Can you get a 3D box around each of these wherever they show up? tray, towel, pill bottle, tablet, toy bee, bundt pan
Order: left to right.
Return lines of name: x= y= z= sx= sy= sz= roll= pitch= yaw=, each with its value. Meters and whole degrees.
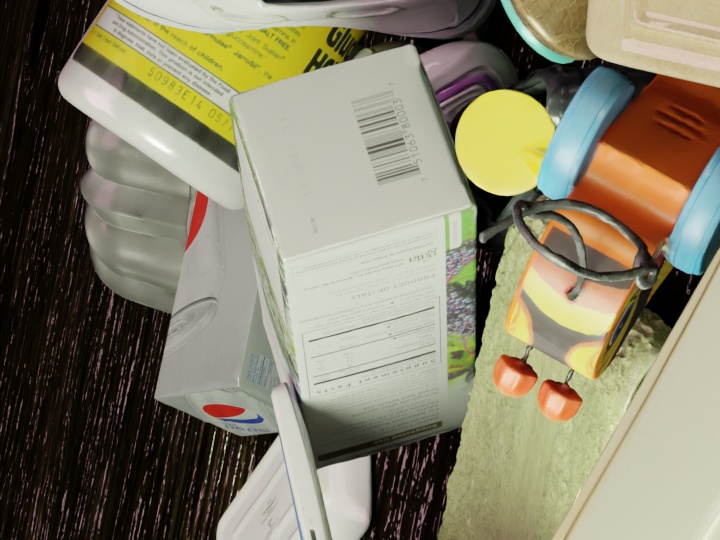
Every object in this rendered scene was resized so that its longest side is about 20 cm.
bundt pan: x=-0.101 y=-0.071 z=1.447 sx=0.202 sy=0.075 sz=0.203 roll=9 pitch=-90 yaw=-82
pill bottle: x=-0.048 y=-0.139 z=1.266 sx=0.201 sy=0.112 sz=0.112 roll=-56 pitch=20 yaw=1
tray: x=-0.039 y=0.127 z=1.361 sx=0.200 sy=0.022 sz=0.108 roll=124 pitch=150 yaw=-50
tablet: x=-0.011 y=0.156 z=1.128 sx=0.201 sy=0.014 sz=0.131 roll=81 pitch=176 yaw=-49
towel: x=0.074 y=0.086 z=0.992 sx=0.149 sy=0.036 sz=0.201 roll=-121 pitch=36 yaw=-57
toy bee: x=0.077 y=-0.012 z=0.877 sx=0.131 sy=0.199 sz=0.109 roll=43 pitch=129 yaw=29

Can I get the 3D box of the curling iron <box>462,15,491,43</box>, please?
curling iron: x=0.055 y=-0.197 z=1.251 sx=0.050 sy=0.025 sz=0.201 roll=140 pitch=137 yaw=-67

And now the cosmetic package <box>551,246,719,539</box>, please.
cosmetic package: x=0.138 y=0.049 z=0.743 sx=0.073 sy=0.103 sz=0.201 roll=-101 pitch=29 yaw=-48

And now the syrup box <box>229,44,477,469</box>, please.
syrup box: x=0.000 y=0.000 z=1.088 sx=0.200 sy=0.081 sz=0.079 roll=83 pitch=169 yaw=-62

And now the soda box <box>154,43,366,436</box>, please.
soda box: x=-0.043 y=-0.021 z=1.329 sx=0.068 sy=0.063 sz=0.201 roll=-10 pitch=63 yaw=46

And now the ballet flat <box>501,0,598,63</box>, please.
ballet flat: x=0.082 y=-0.159 z=0.927 sx=0.072 sy=0.068 sz=0.201 roll=-35 pitch=32 yaw=30

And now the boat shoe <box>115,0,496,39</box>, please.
boat shoe: x=-0.038 y=-0.144 z=1.162 sx=0.067 sy=0.199 sz=0.074 roll=16 pitch=-101 yaw=-67

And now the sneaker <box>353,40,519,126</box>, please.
sneaker: x=0.015 y=-0.075 z=1.225 sx=0.200 sy=0.074 sz=0.100 roll=139 pitch=138 yaw=-62

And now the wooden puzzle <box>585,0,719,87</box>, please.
wooden puzzle: x=0.150 y=-0.139 z=0.783 sx=0.199 sy=0.037 sz=0.186 roll=20 pitch=114 yaw=44

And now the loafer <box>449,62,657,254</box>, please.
loafer: x=0.065 y=-0.049 z=1.066 sx=0.200 sy=0.070 sz=0.069 roll=161 pitch=118 yaw=-69
